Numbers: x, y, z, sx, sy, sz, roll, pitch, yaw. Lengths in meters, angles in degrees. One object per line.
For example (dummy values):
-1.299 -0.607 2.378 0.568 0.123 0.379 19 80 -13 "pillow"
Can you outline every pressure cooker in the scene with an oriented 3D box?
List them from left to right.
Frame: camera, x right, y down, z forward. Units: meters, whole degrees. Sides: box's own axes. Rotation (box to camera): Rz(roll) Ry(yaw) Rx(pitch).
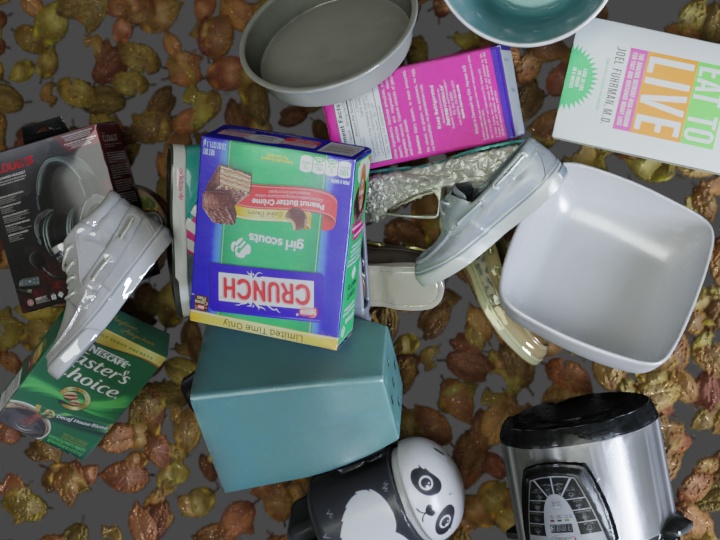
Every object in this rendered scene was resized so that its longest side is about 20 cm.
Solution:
0.247 0.241 1.557 0.177 0.176 0.202 -12 95 -12 "pressure cooker"

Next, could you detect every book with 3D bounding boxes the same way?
0.316 -0.185 1.563 0.198 0.048 0.135 13 95 12 "book"

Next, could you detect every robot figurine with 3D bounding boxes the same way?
0.019 0.263 1.629 0.199 0.150 0.126 -23 60 13 "robot figurine"

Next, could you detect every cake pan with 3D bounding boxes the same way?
-0.030 -0.247 1.567 0.199 0.201 0.037 -12 137 13 "cake pan"

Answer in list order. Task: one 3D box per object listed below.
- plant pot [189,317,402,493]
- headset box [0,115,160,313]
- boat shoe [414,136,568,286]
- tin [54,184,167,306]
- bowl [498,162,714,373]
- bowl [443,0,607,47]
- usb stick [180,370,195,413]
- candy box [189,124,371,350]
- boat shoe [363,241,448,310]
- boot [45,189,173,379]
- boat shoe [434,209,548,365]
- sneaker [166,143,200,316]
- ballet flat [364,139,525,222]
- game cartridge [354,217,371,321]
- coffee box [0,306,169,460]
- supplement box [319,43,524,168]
-0.060 0.129 1.579 0.198 0.142 0.142 -8 126 11 "plant pot"
-0.328 -0.070 1.652 0.148 0.077 0.202 -14 95 12 "headset box"
0.121 -0.064 1.527 0.201 0.070 0.072 -40 98 23 "boat shoe"
-0.310 -0.032 1.709 0.199 0.042 0.113 -19 96 13 "tin"
0.251 0.005 1.548 0.199 0.075 0.201 24 65 7 "bowl"
0.178 -0.334 1.539 0.199 0.105 0.203 2 97 12 "bowl"
-0.120 0.100 1.688 0.199 0.033 0.056 -34 82 13 "usb stick"
-0.084 -0.035 1.517 0.168 0.077 0.202 10 107 14 "candy box"
0.000 0.000 1.638 0.198 0.060 0.072 5 117 13 "boat shoe"
-0.293 0.012 1.564 0.095 0.074 0.201 38 71 -6 "boot"
0.154 0.008 1.600 0.062 0.073 0.201 -32 89 16 "boat shoe"
-0.156 -0.045 1.650 0.120 0.084 0.202 -2 113 -12 "sneaker"
0.091 -0.091 1.583 0.198 0.072 0.072 -10 94 19 "ballet flat"
-0.059 -0.022 1.590 0.132 0.042 0.202 1 115 11 "game cartridge"
-0.317 0.122 1.671 0.122 0.044 0.200 29 123 -22 "coffee box"
0.067 -0.173 1.582 0.198 0.101 0.104 -9 96 13 "supplement box"
